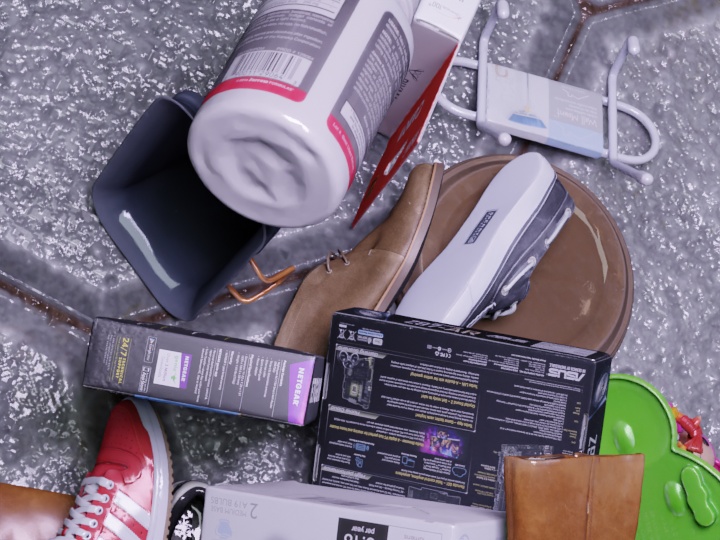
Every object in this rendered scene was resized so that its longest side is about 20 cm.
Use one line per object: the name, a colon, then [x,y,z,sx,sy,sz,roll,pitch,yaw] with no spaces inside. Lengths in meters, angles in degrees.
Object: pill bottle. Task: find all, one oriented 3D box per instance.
pill bottle: [-0.029,-0.133,1.460,0.110,0.111,0.200,31,51,-5]

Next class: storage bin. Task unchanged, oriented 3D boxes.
storage bin: [-0.080,-0.064,1.578,0.134,0.200,0.146,-35,85,-31]

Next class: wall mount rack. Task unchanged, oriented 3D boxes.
wall mount rack: [0.153,-0.124,1.697,0.199,0.075,0.174,14,48,-12]

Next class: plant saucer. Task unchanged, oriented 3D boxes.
plant saucer: [0.123,0.003,1.697,0.199,0.029,0.201,4,74,-14]

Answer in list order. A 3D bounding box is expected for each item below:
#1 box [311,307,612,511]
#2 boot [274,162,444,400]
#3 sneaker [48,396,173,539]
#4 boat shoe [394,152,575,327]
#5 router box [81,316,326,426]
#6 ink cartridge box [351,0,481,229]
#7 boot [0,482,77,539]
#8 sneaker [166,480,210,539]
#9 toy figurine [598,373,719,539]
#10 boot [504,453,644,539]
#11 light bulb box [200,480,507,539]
box: [0.068,0.121,1.545,0.199,0.043,0.161,9,97,22]
boot: [0.000,0.000,1.629,0.075,0.074,0.201,27,83,5]
sneaker: [-0.194,0.182,1.496,0.112,0.071,0.201,8,78,-29]
boat shoe: [0.095,0.005,1.640,0.068,0.072,0.200,48,62,-25]
router box: [-0.102,0.069,1.504,0.148,0.200,0.051,10,88,2]
ink cartridge box: [0.032,-0.142,1.620,0.043,0.200,0.174,27,68,-5]
boot: [-0.302,0.219,1.509,0.199,0.068,0.189,22,63,-18]
sneaker: [-0.123,0.244,1.525,0.075,0.088,0.201,-1,75,-16]
toy figurine: [0.229,0.163,1.605,0.149,0.184,0.201,-17,88,24]
boot: [0.166,0.221,1.437,0.187,0.068,0.201,7,82,-26]
light bulb box: [-0.003,0.252,1.461,0.197,0.125,0.201,4,89,30]
